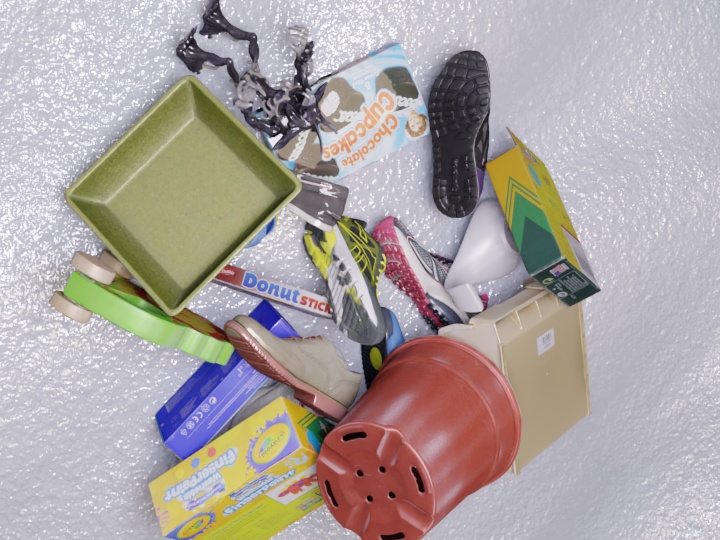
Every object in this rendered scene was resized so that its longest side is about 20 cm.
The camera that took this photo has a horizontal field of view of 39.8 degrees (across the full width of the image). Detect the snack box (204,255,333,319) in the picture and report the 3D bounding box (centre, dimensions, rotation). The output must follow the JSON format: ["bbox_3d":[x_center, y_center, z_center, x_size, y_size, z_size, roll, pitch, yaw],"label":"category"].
[{"bbox_3d":[-0.114,0.021,1.182,0.198,0.072,0.025,20,83,-33],"label":"snack box"}]

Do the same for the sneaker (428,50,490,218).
[{"bbox_3d":[0.127,-0.173,1.236,0.075,0.088,0.203,10,109,17],"label":"sneaker"}]

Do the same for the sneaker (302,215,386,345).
[{"bbox_3d":[0.000,0.000,1.183,0.084,0.201,0.075,-3,140,-28],"label":"sneaker"}]

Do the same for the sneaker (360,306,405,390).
[{"bbox_3d":[0.051,0.139,1.291,0.078,0.066,0.203,-14,106,-26],"label":"sneaker"}]

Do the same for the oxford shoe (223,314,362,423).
[{"bbox_3d":[-0.075,0.098,1.142,0.200,0.070,0.074,43,72,-36],"label":"oxford shoe"}]

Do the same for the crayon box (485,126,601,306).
[{"bbox_3d":[0.221,-0.066,1.233,0.050,0.202,0.127,-29,147,22],"label":"crayon box"}]

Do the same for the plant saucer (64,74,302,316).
[{"bbox_3d":[-0.191,-0.080,1.096,0.200,0.048,0.200,-45,73,-4],"label":"plant saucer"}]

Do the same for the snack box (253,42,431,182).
[{"bbox_3d":[-0.019,-0.181,1.208,0.198,0.037,0.117,-28,109,-10],"label":"snack box"}]

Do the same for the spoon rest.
[{"bbox_3d":[0.155,-0.016,1.251,0.100,0.060,0.200,59,40,-17],"label":"spoon rest"}]

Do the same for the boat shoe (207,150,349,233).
[{"bbox_3d":[-0.104,-0.114,1.156,0.198,0.067,0.057,30,92,7],"label":"boat shoe"}]

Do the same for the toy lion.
[{"bbox_3d":[-0.230,0.051,1.113,0.190,0.200,0.069,30,90,-2],"label":"toy lion"}]

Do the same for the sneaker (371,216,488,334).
[{"bbox_3d":[0.087,0.004,1.267,0.075,0.080,0.200,-50,120,-17],"label":"sneaker"}]

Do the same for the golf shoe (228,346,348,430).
[{"bbox_3d":[-0.091,0.177,1.235,0.200,0.091,0.075,-47,112,-2],"label":"golf shoe"}]

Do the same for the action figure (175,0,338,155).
[{"bbox_3d":[-0.106,-0.215,1.113,0.199,0.102,0.119,36,69,-2],"label":"action figure"}]

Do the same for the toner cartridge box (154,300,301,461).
[{"bbox_3d":[-0.160,0.131,1.201,0.200,0.095,0.043,-47,111,-3],"label":"toner cartridge box"}]

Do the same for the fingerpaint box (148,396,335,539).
[{"bbox_3d":[-0.120,0.249,1.182,0.199,0.074,0.167,-34,146,12],"label":"fingerpaint box"}]

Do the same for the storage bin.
[{"bbox_3d":[0.201,0.127,1.268,0.199,0.093,0.201,-23,110,-45],"label":"storage bin"}]

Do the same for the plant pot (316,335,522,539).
[{"bbox_3d":[0.058,0.202,1.134,0.195,0.198,0.204,-30,117,-56],"label":"plant pot"}]

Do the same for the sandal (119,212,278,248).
[{"bbox_3d":[-0.187,-0.058,1.157,0.197,0.087,0.081,-8,106,-14],"label":"sandal"}]
